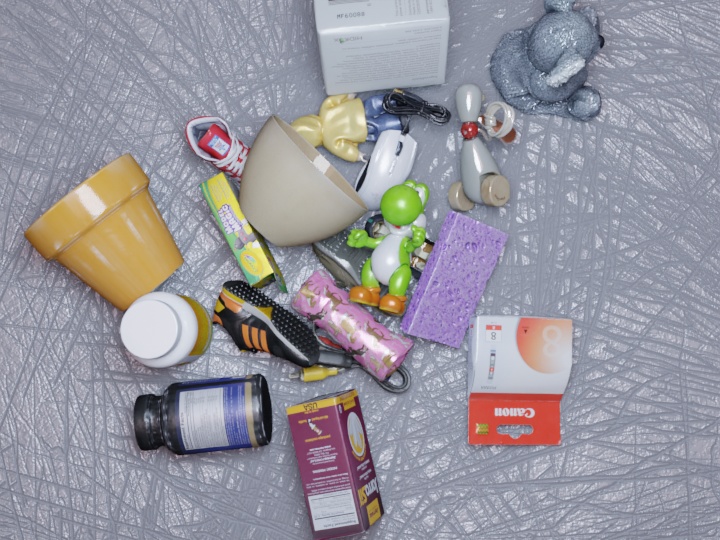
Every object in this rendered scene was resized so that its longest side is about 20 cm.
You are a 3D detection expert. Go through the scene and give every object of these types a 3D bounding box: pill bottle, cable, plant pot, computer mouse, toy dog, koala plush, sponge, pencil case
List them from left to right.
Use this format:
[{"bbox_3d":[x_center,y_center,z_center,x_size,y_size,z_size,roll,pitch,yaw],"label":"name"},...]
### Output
[{"bbox_3d":[-0.376,-0.047,1.297,0.200,0.200,0.184,-39,102,-2],"label":"plant pot"},{"bbox_3d":[-0.293,0.089,1.268,0.110,0.200,0.112,0,85,1],"label":"pill bottle"},{"bbox_3d":[-0.241,0.224,1.301,0.198,0.112,0.113,-6,85,1],"label":"pill bottle"},{"bbox_3d":[-0.104,-0.114,1.258,0.134,0.200,0.200,-44,86,8],"label":"plant pot"},{"bbox_3d":[-0.015,0.082,1.304,0.199,0.087,0.083,38,60,7],"label":"pencil case"},{"bbox_3d":[-0.015,0.142,1.351,0.198,0.050,0.098,12,69,-10],"label":"cable"},{"bbox_3d":[0.056,-0.180,1.328,0.109,0.044,0.201,18,109,-19],"label":"computer mouse"},{"bbox_3d":[0.146,0.017,1.311,0.111,0.030,0.202,20,95,-33],"label":"sponge"},{"bbox_3d":[0.200,-0.188,1.332,0.131,0.096,0.202,29,121,39],"label":"toy dog"},{"bbox_3d":[0.298,-0.334,1.292,0.182,0.200,0.179,0,86,1],"label":"koala plush"}]

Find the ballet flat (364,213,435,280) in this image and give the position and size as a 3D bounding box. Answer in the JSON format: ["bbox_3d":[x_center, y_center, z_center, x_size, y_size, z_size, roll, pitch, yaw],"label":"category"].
[{"bbox_3d":[0.094,-0.026,1.338,0.199,0.073,0.073,32,87,3],"label":"ballet flat"}]

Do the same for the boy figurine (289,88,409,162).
[{"bbox_3d":[-0.021,-0.230,1.358,0.198,0.064,0.126,-15,86,0],"label":"boy figurine"}]

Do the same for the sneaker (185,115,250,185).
[{"bbox_3d":[-0.189,-0.176,1.330,0.199,0.112,0.072,28,85,3],"label":"sneaker"}]

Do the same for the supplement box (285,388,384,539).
[{"bbox_3d":[-0.037,0.292,1.285,0.085,0.110,0.202,-14,85,17],"label":"supplement box"}]

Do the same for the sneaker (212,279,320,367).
[{"bbox_3d":[-0.150,0.102,1.323,0.200,0.070,0.090,37,115,19],"label":"sneaker"}]

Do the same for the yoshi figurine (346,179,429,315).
[{"bbox_3d":[0.045,-0.043,1.238,0.112,0.112,0.202,18,86,-16],"label":"yoshi figurine"}]

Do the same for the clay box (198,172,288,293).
[{"bbox_3d":[-0.179,-0.047,1.320,0.047,0.115,0.201,-27,85,0],"label":"clay box"}]

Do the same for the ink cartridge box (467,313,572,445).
[{"bbox_3d":[0.248,0.171,1.314,0.161,0.050,0.202,3,82,-11],"label":"ink cartridge box"}]

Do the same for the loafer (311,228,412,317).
[{"bbox_3d":[0.000,0.000,1.340,0.200,0.070,0.075,44,67,8],"label":"loafer"}]

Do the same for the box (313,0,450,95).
[{"bbox_3d":[0.029,-0.404,1.295,0.198,0.172,0.201,-5,69,0],"label":"box"}]
